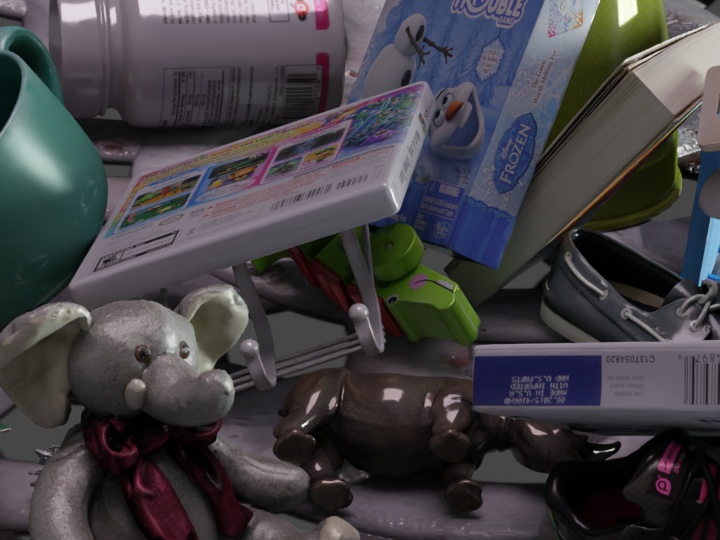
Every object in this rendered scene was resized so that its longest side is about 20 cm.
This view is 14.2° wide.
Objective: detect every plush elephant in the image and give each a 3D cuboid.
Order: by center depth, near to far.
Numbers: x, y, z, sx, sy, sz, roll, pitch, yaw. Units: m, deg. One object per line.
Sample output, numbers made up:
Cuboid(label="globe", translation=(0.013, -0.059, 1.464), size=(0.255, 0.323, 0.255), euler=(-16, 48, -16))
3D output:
Cuboid(label="plush elephant", translation=(-0.105, 0.086, 1.493), size=(0.164, 0.155, 0.200), euler=(-17, 33, -36))

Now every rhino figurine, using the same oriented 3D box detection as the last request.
Cuboid(label="rhino figurine", translation=(0.048, 0.090, 1.616), size=(0.199, 0.060, 0.088), euler=(2, 27, -6))

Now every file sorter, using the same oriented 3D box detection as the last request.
Cuboid(label="file sorter", translation=(0.286, -0.060, 1.871), size=(0.122, 0.139, 0.200), euler=(12, 27, 11))

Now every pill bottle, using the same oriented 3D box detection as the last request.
Cuboid(label="pill bottle", translation=(-0.117, -0.159, 2.054), size=(0.199, 0.114, 0.113), euler=(-2, 26, -11))

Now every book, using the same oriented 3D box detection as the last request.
Cuboid(label="book", translation=(0.151, -0.067, 1.816), size=(0.048, 0.200, 0.134), euler=(48, 36, 8))

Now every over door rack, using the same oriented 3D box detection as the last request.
Cuboid(label="over door rack", translation=(-0.062, -0.004, 1.709), size=(0.147, 0.067, 0.200), euler=(-18, 33, 12))

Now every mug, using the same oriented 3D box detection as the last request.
Cuboid(label="mug", translation=(-0.217, -0.050, 1.738), size=(0.185, 0.114, 0.152), euler=(-48, 32, -14))

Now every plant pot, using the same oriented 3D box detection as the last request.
Cuboid(label="plant pot", translation=(0.130, -0.155, 1.984), size=(0.200, 0.193, 0.200), euler=(3, 25, -1))

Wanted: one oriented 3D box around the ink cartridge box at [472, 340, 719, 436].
Cuboid(label="ink cartridge box", translation=(0.193, 0.066, 1.535), size=(0.199, 0.041, 0.200), euler=(-2, -8, 37))

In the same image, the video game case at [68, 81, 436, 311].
Cuboid(label="video game case", translation=(-0.060, -0.045, 1.701), size=(0.199, 0.024, 0.182), euler=(-18, 18, 15))

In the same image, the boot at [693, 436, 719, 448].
Cuboid(label="boot", translation=(0.226, 0.134, 1.558), size=(0.138, 0.078, 0.200), euler=(-4, 25, 21))

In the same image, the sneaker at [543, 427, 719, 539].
Cuboid(label="sneaker", translation=(0.177, 0.125, 1.472), size=(0.200, 0.084, 0.077), euler=(-8, 47, 35))

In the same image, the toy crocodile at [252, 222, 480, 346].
Cuboid(label="toy crocodile", translation=(0.000, 0.000, 1.794), size=(0.062, 0.068, 0.200), euler=(-45, 44, -14))

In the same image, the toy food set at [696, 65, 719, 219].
Cuboid(label="toy food set", translation=(0.250, -0.013, 1.708), size=(0.060, 0.200, 0.144), euler=(-21, 17, 16))

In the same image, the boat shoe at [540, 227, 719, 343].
Cuboid(label="boat shoe", translation=(0.191, 0.032, 1.750), size=(0.073, 0.062, 0.200), euler=(-17, 33, -42))

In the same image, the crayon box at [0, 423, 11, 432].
Cuboid(label="crayon box", translation=(-0.286, 0.057, 1.594), size=(0.125, 0.052, 0.200), euler=(-10, 13, -26))

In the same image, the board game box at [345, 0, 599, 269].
Cuboid(label="board game box", translation=(0.059, -0.113, 1.835), size=(0.043, 0.200, 0.200), euler=(23, -3, -28))
